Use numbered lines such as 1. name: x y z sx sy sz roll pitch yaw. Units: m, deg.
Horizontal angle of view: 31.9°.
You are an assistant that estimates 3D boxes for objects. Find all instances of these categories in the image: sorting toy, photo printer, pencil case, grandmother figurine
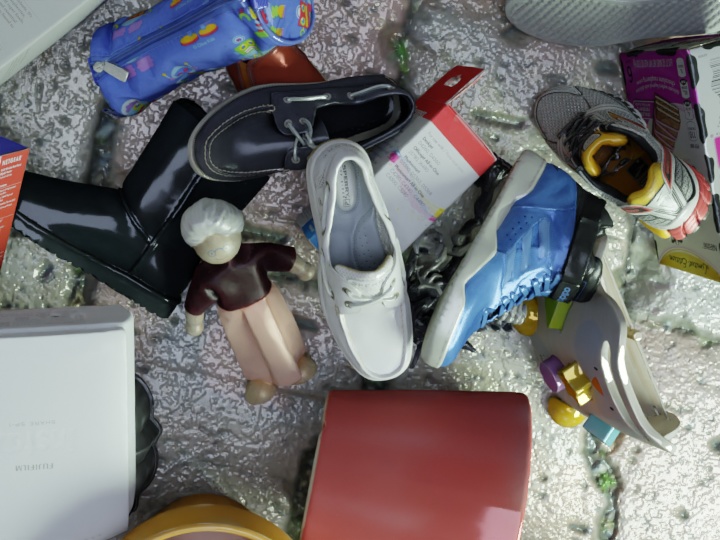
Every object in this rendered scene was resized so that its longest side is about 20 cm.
1. sorting toy: 0.217 0.082 1.095 0.106 0.180 0.202 -25 101 -3
2. photo printer: -0.261 0.132 1.001 0.164 0.069 0.203 -2 108 -16
3. pencil case: -0.134 -0.188 1.004 0.198 0.087 0.079 -17 95 33
4. grandmother figurine: -0.096 0.019 1.067 0.121 0.061 0.201 -32 128 -10

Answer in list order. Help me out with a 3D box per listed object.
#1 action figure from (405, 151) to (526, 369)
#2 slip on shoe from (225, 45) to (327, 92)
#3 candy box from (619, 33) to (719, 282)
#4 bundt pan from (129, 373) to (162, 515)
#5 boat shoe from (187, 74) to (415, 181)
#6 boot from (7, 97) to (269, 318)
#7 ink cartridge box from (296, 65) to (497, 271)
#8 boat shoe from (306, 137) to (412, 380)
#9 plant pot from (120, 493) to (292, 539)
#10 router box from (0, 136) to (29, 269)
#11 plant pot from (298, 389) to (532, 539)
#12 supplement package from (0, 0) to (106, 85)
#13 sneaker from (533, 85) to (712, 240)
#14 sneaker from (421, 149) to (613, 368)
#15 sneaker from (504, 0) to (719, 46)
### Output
1. action figure: 0.091 -0.001 1.105 0.118 0.102 0.201 32 91 -9
2. slip on shoe: -0.078 -0.176 1.073 0.074 0.061 0.201 -34 103 -3
3. candy box: 0.295 -0.099 1.097 0.060 0.136 0.203 -16 101 -10
4. bundt pan: -0.273 0.158 1.093 0.199 0.076 0.205 -1 100 -7
5. boat shoe: -0.044 -0.119 1.033 0.198 0.063 0.074 -18 108 -26
6. boot: -0.194 -0.077 1.063 0.199 0.076 0.169 33 96 -16
7. ink cartridge box: 0.041 -0.082 1.076 0.200 0.116 0.067 -44 104 2
8. boat shoe: 0.000 0.000 0.989 0.070 0.069 0.202 -17 106 -6
9. plant pot: -0.133 0.280 1.077 0.197 0.183 0.203 -1 100 -7
10. router box: -0.381 -0.046 1.013 0.198 0.049 0.181 22 107 8
11. plant pot: 0.044 0.190 1.095 0.175 0.200 0.203 11 98 1
12. supplement package: -0.268 -0.233 0.973 0.200 0.119 0.122 -45 103 -25
13. sneaker: 0.210 -0.106 1.063 0.082 0.200 0.078 23 106 -41
14. sneaker: 0.135 0.009 1.024 0.110 0.077 0.201 30 69 2
15. sneaker: 0.227 -0.260 1.102 0.197 0.076 0.106 0 64 13
